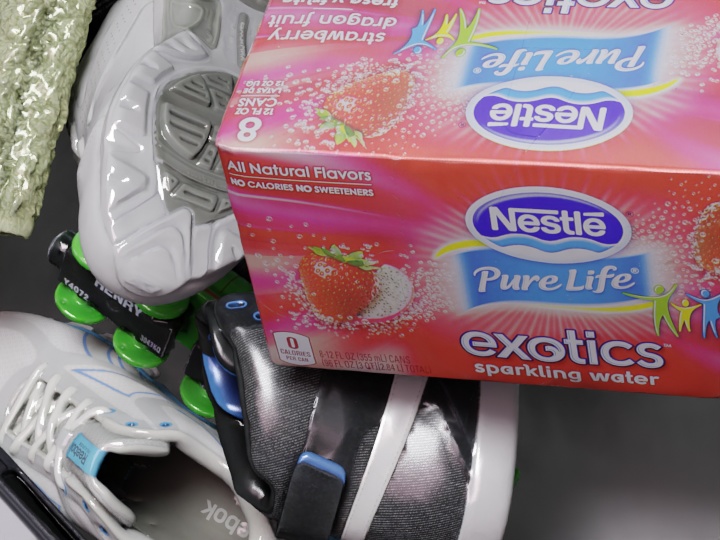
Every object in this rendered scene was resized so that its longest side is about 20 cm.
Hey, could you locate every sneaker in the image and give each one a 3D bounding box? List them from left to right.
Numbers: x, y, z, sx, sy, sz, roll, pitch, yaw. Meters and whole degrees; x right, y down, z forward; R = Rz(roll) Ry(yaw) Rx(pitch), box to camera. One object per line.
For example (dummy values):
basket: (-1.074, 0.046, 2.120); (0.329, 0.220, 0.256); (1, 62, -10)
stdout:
sneaker: (-0.096, 0.065, 0.802); (0.199, 0.087, 0.075); (25, 85, 22)
sneaker: (-0.072, -0.049, 0.789); (0.099, 0.078, 0.201); (-41, 24, 35)
sneaker: (0.000, 0.000, 0.747); (0.111, 0.073, 0.201); (9, 60, -8)

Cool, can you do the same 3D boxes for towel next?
towel: (-0.145, -0.095, 0.842); (0.148, 0.036, 0.201); (2, 74, 61)

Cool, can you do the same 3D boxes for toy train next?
toy train: (-0.029, 0.039, 0.792); (0.200, 0.042, 0.056); (36, 44, 11)

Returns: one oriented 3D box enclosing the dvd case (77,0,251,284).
dvd case: (-0.026, -0.076, 0.855); (0.148, 0.016, 0.201); (-33, 70, 6)

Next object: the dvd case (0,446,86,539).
dvd case: (-0.133, 0.157, 0.795); (0.200, 0.018, 0.143); (43, 116, 22)

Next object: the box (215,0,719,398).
box: (0.067, -0.030, 0.652); (0.199, 0.100, 0.096); (4, 47, 16)
